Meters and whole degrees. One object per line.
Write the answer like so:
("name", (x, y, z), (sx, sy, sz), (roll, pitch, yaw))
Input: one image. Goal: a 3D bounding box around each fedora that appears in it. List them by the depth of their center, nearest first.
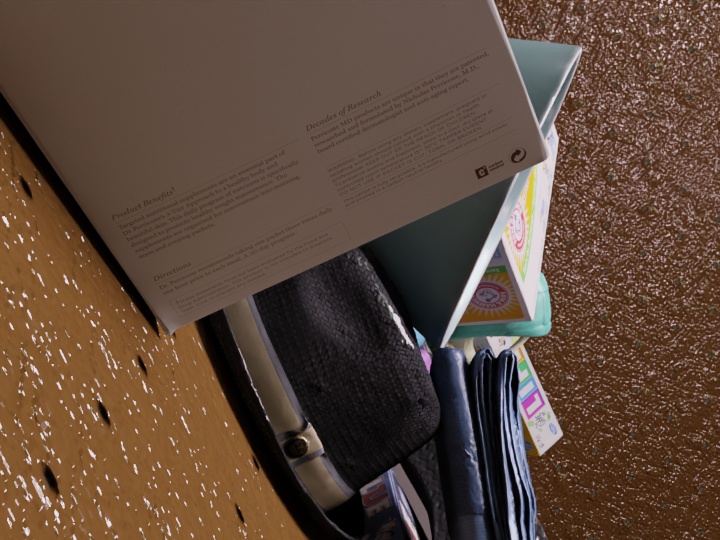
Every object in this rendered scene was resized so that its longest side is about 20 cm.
("fedora", (-0.014, 0.046, 0.822), (0.201, 0.091, 0.201), (-25, 90, -86))

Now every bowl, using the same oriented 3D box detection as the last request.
("bowl", (0.047, -0.064, 0.898), (0.105, 0.201, 0.201), (26, 0, 7))

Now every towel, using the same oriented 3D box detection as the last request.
("towel", (0.076, 0.148, 0.846), (0.112, 0.048, 0.201), (94, -12, -74))

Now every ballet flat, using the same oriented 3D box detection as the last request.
("ballet flat", (0.074, 0.055, 1.190), (0.067, 0.200, 0.071), (-11, 82, -46))

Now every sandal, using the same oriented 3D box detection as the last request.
("sandal", (0.075, 0.166, 0.972), (0.201, 0.075, 0.048), (-110, -169, -50))

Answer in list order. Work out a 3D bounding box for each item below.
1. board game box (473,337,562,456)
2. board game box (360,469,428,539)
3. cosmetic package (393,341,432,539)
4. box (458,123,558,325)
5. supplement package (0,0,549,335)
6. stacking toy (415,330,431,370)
("board game box", (0.077, 0.094, 1.317), (0.200, 0.034, 0.135), (-2, -62, 53))
("board game box", (0.038, 0.219, 0.903), (0.200, 0.034, 0.136), (-105, 169, -68))
("cosmetic package", (0.059, 0.164, 1.155), (0.200, 0.090, 0.107), (61, 4, -17))
("box", (0.080, -0.063, 1.124), (0.102, 0.112, 0.201), (64, 30, -43))
("supplement package", (-0.052, -0.118, 0.629), (0.147, 0.191, 0.200), (-111, 175, -47))
("stacking toy", (0.000, 0.000, 0.993), (0.085, 0.085, 0.201), (-65, 147, -85))
